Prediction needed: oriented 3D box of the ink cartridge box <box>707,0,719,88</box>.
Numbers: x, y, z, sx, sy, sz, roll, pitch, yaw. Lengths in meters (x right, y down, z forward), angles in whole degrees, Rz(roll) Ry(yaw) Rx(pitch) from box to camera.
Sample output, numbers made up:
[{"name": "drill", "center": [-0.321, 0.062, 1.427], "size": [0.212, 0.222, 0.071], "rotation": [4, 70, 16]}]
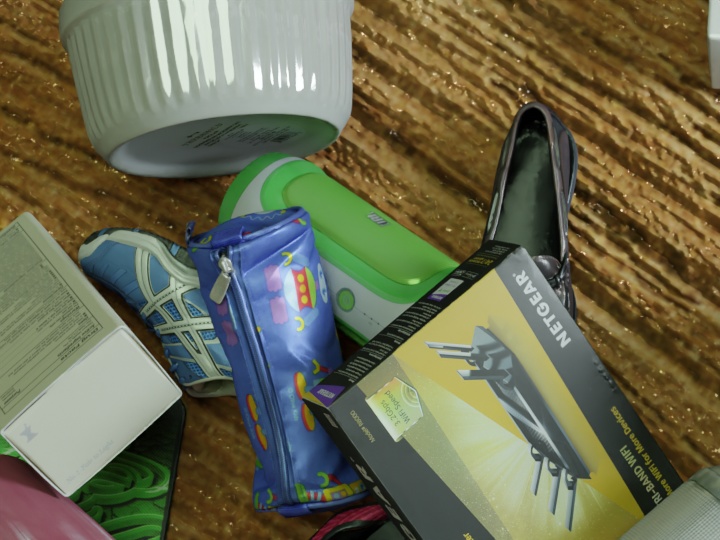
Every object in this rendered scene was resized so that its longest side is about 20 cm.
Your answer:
[{"name": "ink cartridge box", "center": [0.335, -0.199, 1.403], "size": [0.199, 0.086, 0.147], "rotation": [2, 72, 14]}]

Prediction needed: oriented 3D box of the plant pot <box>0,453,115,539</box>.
[{"name": "plant pot", "center": [-0.215, 0.220, 1.316], "size": [0.200, 0.200, 0.179], "rotation": [-39, 56, -4]}]

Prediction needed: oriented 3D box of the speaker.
[{"name": "speaker", "center": [0.000, 0.000, 1.387], "size": [0.200, 0.088, 0.089], "rotation": [34, 80, 30]}]

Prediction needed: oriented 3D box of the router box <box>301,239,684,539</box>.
[{"name": "router box", "center": [0.085, 0.107, 1.294], "size": [0.157, 0.052, 0.200], "rotation": [-40, 106, -13]}]

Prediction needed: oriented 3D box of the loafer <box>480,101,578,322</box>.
[{"name": "loafer", "center": [0.107, -0.015, 1.395], "size": [0.072, 0.063, 0.201], "rotation": [1, 71, 13]}]

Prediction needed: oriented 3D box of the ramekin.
[{"name": "ramekin", "center": [-0.097, -0.132, 1.410], "size": [0.199, 0.200, 0.105], "rotation": [-10, 79, 8]}]

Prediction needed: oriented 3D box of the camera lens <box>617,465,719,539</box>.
[{"name": "camera lens", "center": [0.196, 0.226, 1.241], "size": [0.200, 0.160, 0.160], "rotation": [-39, 68, -4]}]

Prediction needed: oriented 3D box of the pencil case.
[{"name": "pencil case", "center": [-0.051, 0.058, 1.332], "size": [0.078, 0.087, 0.201], "rotation": [-11, 95, 28]}]

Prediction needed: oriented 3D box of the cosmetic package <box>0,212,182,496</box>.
[{"name": "cosmetic package", "center": [-0.206, 0.050, 1.378], "size": [0.103, 0.073, 0.200], "rotation": [-41, 35, -4]}]

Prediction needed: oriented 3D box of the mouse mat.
[{"name": "mouse mat", "center": [-0.224, 0.153, 1.433], "size": [0.199, 0.008, 0.161], "rotation": [4, 72, 12]}]

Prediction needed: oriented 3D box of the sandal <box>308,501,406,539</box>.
[{"name": "sandal", "center": [0.007, 0.170, 1.348], "size": [0.200, 0.075, 0.045], "rotation": [-33, 74, -10]}]

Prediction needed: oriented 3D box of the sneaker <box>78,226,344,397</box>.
[{"name": "sneaker", "center": [-0.112, 0.037, 1.413], "size": [0.200, 0.076, 0.077], "rotation": [29, 78, 18]}]
